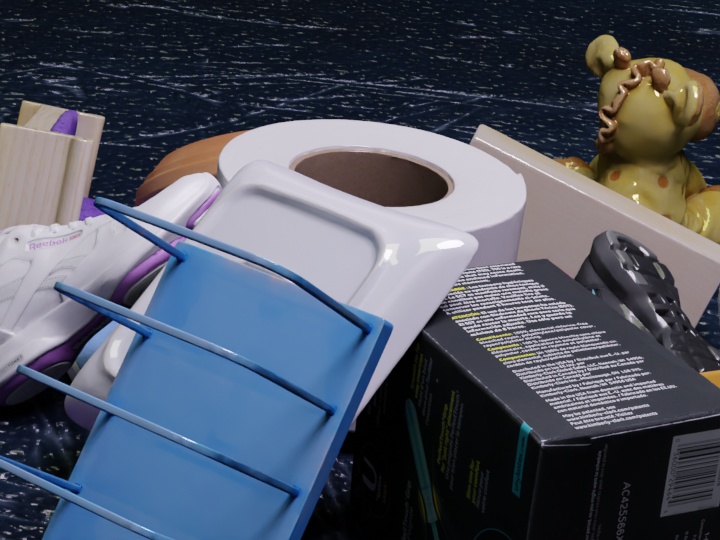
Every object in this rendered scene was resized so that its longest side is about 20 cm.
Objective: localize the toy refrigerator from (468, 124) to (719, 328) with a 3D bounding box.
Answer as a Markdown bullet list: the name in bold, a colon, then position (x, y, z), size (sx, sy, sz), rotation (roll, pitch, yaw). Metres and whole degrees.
- **toy refrigerator**: position (0.155, -0.024, 1.477), size (0.200, 0.076, 0.070), rotation (27, 15, 2)

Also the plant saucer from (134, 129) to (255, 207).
- **plant saucer**: position (-0.066, -0.068, 1.515), size (0.200, 0.038, 0.200), rotation (-6, -10, -1)

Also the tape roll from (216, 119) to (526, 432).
- **tape roll**: position (0.000, 0.000, 1.349), size (0.202, 0.139, 0.203), rotation (7, 23, -3)

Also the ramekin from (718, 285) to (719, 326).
- **ramekin**: position (0.331, 0.025, 1.347), size (0.200, 0.201, 0.098), rotation (22, 39, 31)

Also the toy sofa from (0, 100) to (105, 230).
- **toy sofa**: position (-0.210, -0.067, 1.484), size (0.097, 0.083, 0.200), rotation (11, 8, -6)

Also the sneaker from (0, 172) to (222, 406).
- **sneaker**: position (-0.177, -0.007, 1.283), size (0.100, 0.200, 0.075), rotation (54, 5, 16)

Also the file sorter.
- **file sorter**: position (-0.103, 0.081, 1.050), size (0.139, 0.200, 0.123), rotation (20, -7, 29)

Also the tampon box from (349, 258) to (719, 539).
- **tampon box**: position (0.095, 0.104, 1.152), size (0.126, 0.150, 0.200), rotation (-6, 27, -25)

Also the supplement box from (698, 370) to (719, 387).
- **supplement box**: position (0.230, 0.096, 1.256), size (0.200, 0.067, 0.069), rotation (-5, -15, -40)

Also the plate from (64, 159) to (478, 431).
- **plate**: position (-0.060, 0.027, 1.171), size (0.199, 0.032, 0.200), rotation (22, 70, 44)

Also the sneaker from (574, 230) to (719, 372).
- **sneaker**: position (0.195, 0.065, 1.381), size (0.075, 0.079, 0.200), rotation (20, 32, -39)

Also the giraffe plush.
- **giraffe plush**: position (0.223, -0.098, 1.635), size (0.172, 0.163, 0.200), rotation (17, 25, 21)

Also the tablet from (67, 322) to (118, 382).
- **tablet**: position (-0.097, 0.059, 1.378), size (0.200, 0.014, 0.130), rotation (-2, 25, -21)
